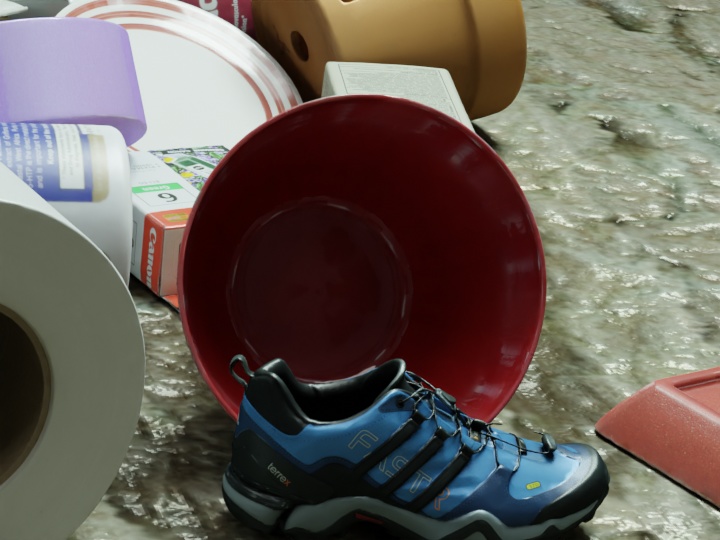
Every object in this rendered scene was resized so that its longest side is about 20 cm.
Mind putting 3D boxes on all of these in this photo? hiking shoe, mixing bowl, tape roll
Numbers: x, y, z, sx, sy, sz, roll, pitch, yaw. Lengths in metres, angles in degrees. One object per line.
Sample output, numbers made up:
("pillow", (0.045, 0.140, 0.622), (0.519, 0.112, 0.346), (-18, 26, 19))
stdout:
("hiking shoe", (0.032, 0.090, 1.226), (0.200, 0.087, 0.074), (2, 22, -12))
("mixing bowl", (-0.010, 0.010, 1.324), (0.200, 0.201, 0.108), (0, -4, -15))
("tape roll", (-0.218, 0.037, 1.135), (0.202, 0.203, 0.139), (-6, 25, -29))
("tape roll", (-0.237, -0.100, 1.535), (0.200, 0.066, 0.200), (-11, -7, -1))

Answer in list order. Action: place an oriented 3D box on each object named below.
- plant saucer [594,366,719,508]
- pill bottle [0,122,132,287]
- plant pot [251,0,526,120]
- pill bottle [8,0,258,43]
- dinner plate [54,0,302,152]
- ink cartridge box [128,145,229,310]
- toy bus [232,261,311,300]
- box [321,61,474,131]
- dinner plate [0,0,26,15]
("plant saucer", (0.267, 0.094, 1.354), (0.199, 0.037, 0.200), (-9, 25, -35))
("pill bottle", (-0.237, -0.026, 1.404), (0.200, 0.120, 0.120), (1, 22, -14))
("plant pot", (0.012, -0.187, 1.818), (0.140, 0.200, 0.200), (-24, 33, -23))
("pill bottle", (-0.160, -0.198, 1.872), (0.200, 0.114, 0.114), (-11, 27, -36))
("dinner plate", (-0.133, -0.125, 1.745), (0.200, 0.024, 0.200), (16, 40, -14))
("ink cartridge box", (-0.090, -0.022, 1.529), (0.109, 0.050, 0.200), (-6, 24, -29))
("toy bus", (0.000, 0.000, 1.450), (0.200, 0.065, 0.078), (-6, 42, -28))
("box", (0.025, -0.075, 1.658), (0.095, 0.078, 0.200), (4, 21, -6))
("dinner plate", (-0.341, -0.175, 1.771), (0.200, 0.024, 0.200), (-12, 9, 2))
